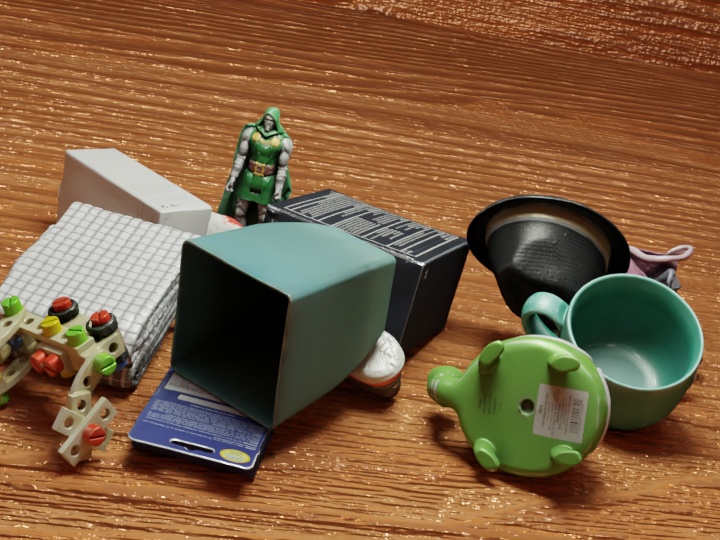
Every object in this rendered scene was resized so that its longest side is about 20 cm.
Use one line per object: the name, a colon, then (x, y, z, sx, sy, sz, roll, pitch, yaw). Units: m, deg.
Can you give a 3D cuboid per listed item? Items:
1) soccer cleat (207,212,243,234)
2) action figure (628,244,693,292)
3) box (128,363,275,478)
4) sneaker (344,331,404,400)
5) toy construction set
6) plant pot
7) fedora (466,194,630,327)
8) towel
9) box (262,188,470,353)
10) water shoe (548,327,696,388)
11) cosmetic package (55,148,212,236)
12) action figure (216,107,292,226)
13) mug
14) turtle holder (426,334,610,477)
soccer cleat: (-0.217, -0.052, 1.737, 0.199, 0.069, 0.085, 25, 7, 39)
action figure: (0.318, -0.014, 1.884, 0.133, 0.150, 0.200, -13, 46, -39)
box: (-0.142, 0.141, 1.348, 0.120, 0.033, 0.200, 14, 20, 3)
sneaker: (-0.033, 0.078, 1.526, 0.077, 0.082, 0.200, -38, 56, -19)
toy construction set: (-0.288, 0.089, 1.288, 0.199, 0.093, 0.131, 28, 49, 32)
plant pot: (-0.062, 0.035, 1.394, 0.141, 0.143, 0.199, 27, 31, 32)
fedora: (0.214, 0.001, 1.635, 0.198, 0.201, 0.092, 12, 56, -2)
towel: (-0.271, 0.026, 1.453, 0.164, 0.086, 0.201, 15, 38, 9)
box: (0.000, 0.000, 1.647, 0.197, 0.125, 0.200, 20, 15, 17)
water shoe: (0.301, 0.094, 1.680, 0.198, 0.072, 0.079, 12, 18, -5)
cosmetic package: (-0.274, -0.060, 1.676, 0.081, 0.114, 0.199, -8, 31, -44)
action figure: (-0.127, -0.107, 1.758, 0.117, 0.202, 0.055, 13, 21, 2)
mug: (0.282, 0.088, 1.571, 0.151, 0.115, 0.185, -27, 60, -23)
turtle holder: (0.163, 0.140, 1.427, 0.184, 0.142, 0.132, -22, -8, 19)
